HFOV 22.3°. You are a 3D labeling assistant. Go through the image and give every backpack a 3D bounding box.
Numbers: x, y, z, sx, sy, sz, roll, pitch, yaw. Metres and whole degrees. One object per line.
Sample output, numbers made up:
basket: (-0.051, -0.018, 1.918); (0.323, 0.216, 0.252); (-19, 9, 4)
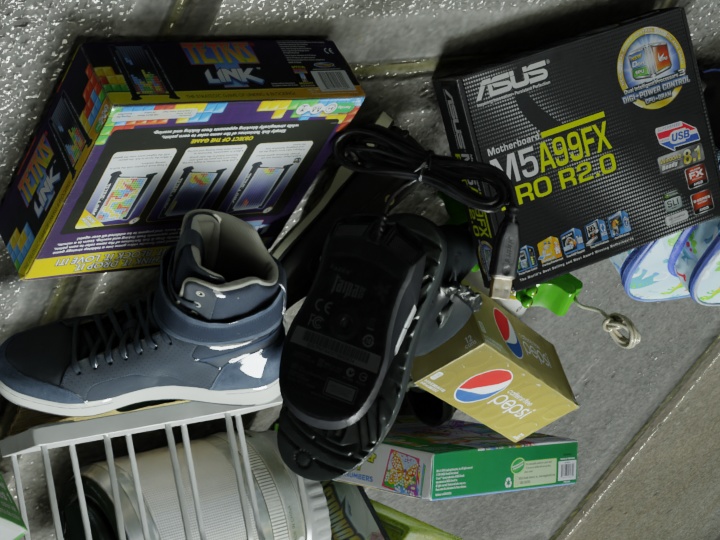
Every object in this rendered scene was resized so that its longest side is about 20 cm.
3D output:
backpack: (0.299, -0.054, 1.534); (0.182, 0.148, 0.200); (-1, 143, -40)

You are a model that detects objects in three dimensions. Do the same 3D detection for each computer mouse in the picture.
computer mouse: (0.031, 0.014, 1.198); (0.046, 0.139, 0.202); (23, 81, -74)

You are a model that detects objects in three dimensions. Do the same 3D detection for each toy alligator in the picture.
toy alligator: (0.123, 0.002, 1.389); (0.054, 0.200, 0.060); (-32, 154, -41)

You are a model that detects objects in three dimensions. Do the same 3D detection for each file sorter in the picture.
file sorter: (-0.152, 0.165, 1.361); (0.198, 0.126, 0.139); (-8, 174, -22)

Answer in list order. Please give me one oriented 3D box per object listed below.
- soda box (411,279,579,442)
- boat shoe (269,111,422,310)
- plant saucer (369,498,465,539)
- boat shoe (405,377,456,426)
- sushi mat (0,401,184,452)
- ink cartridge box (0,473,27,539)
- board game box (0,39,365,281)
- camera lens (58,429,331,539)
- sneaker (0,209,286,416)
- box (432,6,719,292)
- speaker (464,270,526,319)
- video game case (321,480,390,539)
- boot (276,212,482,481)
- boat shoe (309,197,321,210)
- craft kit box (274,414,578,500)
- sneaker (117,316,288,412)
soda box: (0.104, 0.075, 1.472); (0.067, 0.064, 0.200); (-30, 151, 17)
boat shoe: (-0.024, -0.017, 1.290); (0.202, 0.063, 0.074); (-50, -176, -6)
plant saucer: (-0.033, 0.279, 1.667); (0.200, 0.199, 0.048); (-48, 131, -23)
boat shoe: (0.065, 0.086, 1.581); (0.062, 0.072, 0.200); (-59, 166, -14)
sushi mat: (-0.186, 0.101, 1.445); (0.198, 0.012, 0.096); (-8, 146, -36)
ink cartridge box: (-0.317, 0.109, 1.130); (0.144, 0.201, 0.084); (-33, 156, 5)
board game box: (-0.117, -0.073, 1.186); (0.199, 0.057, 0.166); (-6, 145, -40)
camera lens: (-0.144, 0.225, 1.530); (0.198, 0.161, 0.161); (-11, 146, -33)
sneaker: (-0.144, 0.026, 1.190); (0.200, 0.078, 0.147); (-3, 142, -7)
box: (0.165, -0.090, 1.341); (0.198, 0.162, 0.044); (-19, -168, -22)
speaker: (0.131, -0.040, 1.460); (0.081, 0.082, 0.201); (-12, 147, -32)
video game case: (-0.064, 0.263, 1.644); (0.180, 0.200, 0.026); (-30, 127, -1)
boot: (0.022, 0.056, 1.307); (0.202, 0.076, 0.168); (-67, 165, 2)
boat shoe: (0.001, 0.001, 1.420); (0.066, 0.071, 0.202); (-48, 150, -33)
craft kit box: (0.058, 0.164, 1.629); (0.196, 0.049, 0.199); (2, 180, 44)
sneaker: (-0.131, 0.064, 1.399); (0.117, 0.075, 0.200); (-16, 172, 21)
